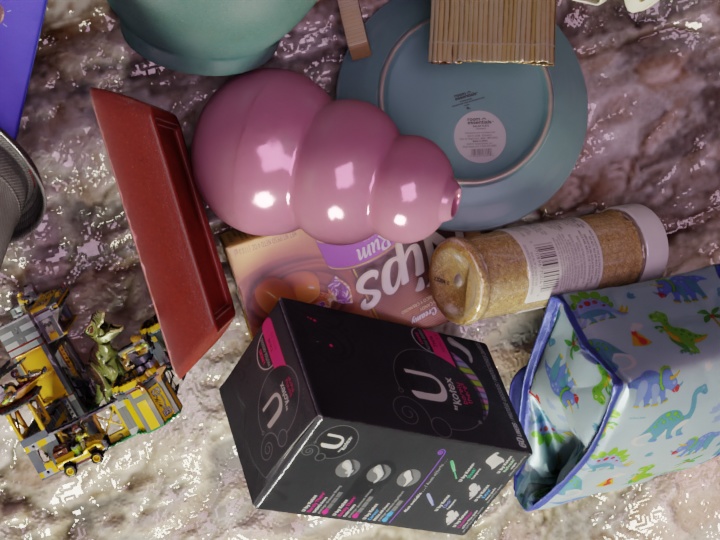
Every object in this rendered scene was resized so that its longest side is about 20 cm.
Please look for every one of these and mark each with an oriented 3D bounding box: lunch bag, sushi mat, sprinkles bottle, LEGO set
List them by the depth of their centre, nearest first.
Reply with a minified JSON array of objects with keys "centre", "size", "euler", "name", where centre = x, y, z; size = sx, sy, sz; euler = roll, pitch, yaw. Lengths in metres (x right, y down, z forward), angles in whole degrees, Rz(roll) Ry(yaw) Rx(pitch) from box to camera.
[{"centre":[-0.203,0.057,1.203],"size":[0.153,0.200,0.117],"euler":[-24,104,16],"name":"LEGO set"},{"centre":[0.102,-0.247,1.223],"size":[0.095,0.012,0.202],"euler":[0,74,12],"name":"sushi mat"},{"centre":[0.149,-0.007,1.275],"size":[0.198,0.068,0.069],"euler":[-10,105,-34],"name":"sprinkles bottle"},{"centre":[0.218,0.105,1.304],"size":[0.168,0.128,0.201],"euler":[-10,135,-23],"name":"lunch bag"}]

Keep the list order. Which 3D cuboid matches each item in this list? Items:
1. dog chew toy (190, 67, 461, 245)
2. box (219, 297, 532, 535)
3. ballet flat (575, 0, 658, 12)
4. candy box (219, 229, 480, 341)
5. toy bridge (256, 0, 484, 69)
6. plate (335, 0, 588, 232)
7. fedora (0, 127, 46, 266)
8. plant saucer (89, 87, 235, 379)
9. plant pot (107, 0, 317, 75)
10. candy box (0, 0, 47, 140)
[{"centre":[-0.022,-0.075,1.201],"size":[0.198,0.124,0.126],"euler":[16,99,16],"name":"dog chew toy"},{"centre":[0.011,0.114,1.239],"size":[0.199,0.123,0.106],"euler":[13,128,-33],"name":"box"},{"centre":[0.194,-0.231,1.229],"size":[0.070,0.199,0.066],"euler":[-32,126,-34],"name":"ballet flat"},{"centre":[0.000,0.000,1.291],"size":[0.198,0.056,0.118],"euler":[-18,104,-6],"name":"candy box"},{"centre":[-0.007,-0.195,1.248],"size":[0.198,0.027,0.068],"euler":[-15,71,4],"name":"toy bridge"},{"centre":[0.080,-0.131,1.259],"size":[0.198,0.026,0.202],"euler":[1,80,-4],"name":"plate"},{"centre":[-0.320,-0.046,1.150],"size":[0.176,0.091,0.200],"euler":[-18,141,30],"name":"fedora"},{"centre":[-0.133,-0.033,1.164],"size":[0.036,0.200,0.202],"euler":[-16,93,0],"name":"plant saucer"},{"centre":[-0.108,-0.225,1.167],"size":[0.198,0.201,0.135],"euler":[2,129,-12],"name":"plant pot"},{"centre":[-0.313,-0.198,1.176],"size":[0.167,0.077,0.202],"euler":[13,98,-15],"name":"candy box"}]
